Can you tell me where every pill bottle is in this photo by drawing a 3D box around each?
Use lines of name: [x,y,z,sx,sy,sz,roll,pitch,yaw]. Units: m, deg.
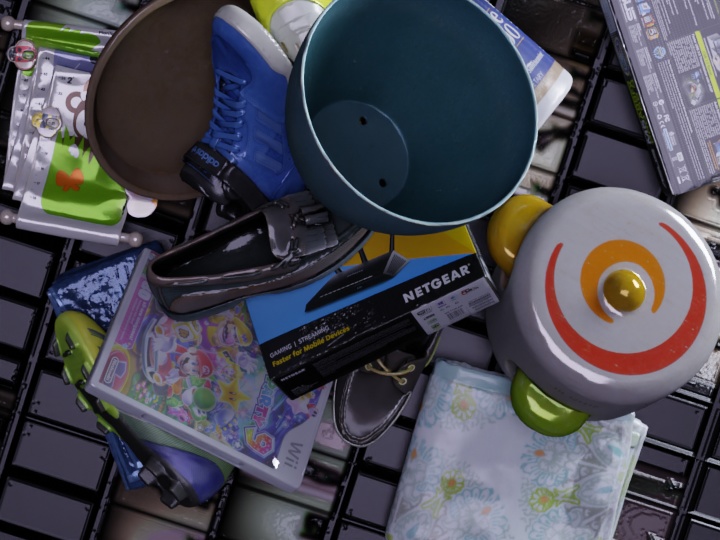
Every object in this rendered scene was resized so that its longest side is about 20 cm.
pill bottle: [0.073,-0.186,1.421,0.200,0.111,0.111,40,91,-3]

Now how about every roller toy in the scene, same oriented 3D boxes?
roller toy: [0.204,0.026,1.404,0.181,0.140,0.201,-11,79,-11]

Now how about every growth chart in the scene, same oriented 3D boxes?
growth chart: [-0.245,-0.121,1.452,0.144,0.018,0.201,1,83,-1]

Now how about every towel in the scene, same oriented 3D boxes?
towel: [0.138,0.183,1.474,0.199,0.048,0.172,16,92,-2]
towel: [-0.189,0.081,1.461,0.111,0.049,0.201,-21,93,-1]

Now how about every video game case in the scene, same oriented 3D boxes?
video game case: [-0.121,0.084,1.418,0.199,0.018,0.144,29,54,-15]

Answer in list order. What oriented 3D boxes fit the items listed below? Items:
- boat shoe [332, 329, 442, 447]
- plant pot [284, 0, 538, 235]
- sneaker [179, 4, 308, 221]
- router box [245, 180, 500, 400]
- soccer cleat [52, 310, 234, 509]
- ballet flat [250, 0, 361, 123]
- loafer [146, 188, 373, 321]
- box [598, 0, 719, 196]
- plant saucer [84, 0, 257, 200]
boat shoe: [0.029,0.062,1.458,0.071,0.061,0.202,23,92,-3]
plant pot: [0.021,-0.112,1.319,0.199,0.135,0.201,7,72,-23]
sneaker: [-0.104,-0.117,1.385,0.111,0.200,0.077,-40,52,-17]
router box: [0.000,0.000,1.409,0.199,0.051,0.150,-26,56,8]
soccer cleat: [-0.183,0.109,1.418,0.084,0.065,0.200,-38,90,-29]
ballet flat: [-0.038,-0.177,1.391,0.066,0.067,0.201,-22,132,-1]
loafer: [-0.082,-0.018,1.375,0.199,0.063,0.072,-25,60,2]
box: [0.312,-0.184,1.461,0.159,0.044,0.201,-20,93,-1]
plant saucer: [-0.142,-0.152,1.408,0.199,0.029,0.201,-18,130,-23]
